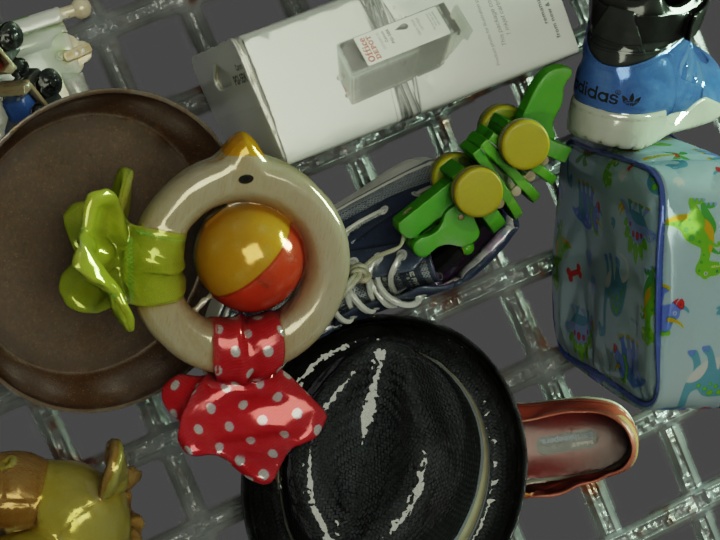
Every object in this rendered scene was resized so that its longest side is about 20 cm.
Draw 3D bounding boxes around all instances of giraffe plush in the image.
[{"bbox_3d":[-0.195,0.173,1.352,0.200,0.172,0.162,40,58,-28],"label":"giraffe plush"}]

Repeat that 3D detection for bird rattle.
[{"bbox_3d":[-0.077,0.015,1.338,0.163,0.113,0.200,-43,101,3],"label":"bird rattle"}]

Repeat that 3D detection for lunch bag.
[{"bbox_3d":[0.181,0.001,1.440,0.082,0.200,0.161,-1,100,-14],"label":"lunch bag"}]

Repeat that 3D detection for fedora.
[{"bbox_3d":[0.010,0.115,1.417,0.200,0.092,0.201,-2,74,6],"label":"fedora"}]

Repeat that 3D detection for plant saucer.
[{"bbox_3d":[-0.161,-0.014,1.407,0.200,0.034,0.201,-9,108,-29],"label":"plant saucer"}]

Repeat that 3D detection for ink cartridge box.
[{"bbox_3d":[0.012,-0.132,1.430,0.200,0.147,0.083,-22,96,-14],"label":"ink cartridge box"}]

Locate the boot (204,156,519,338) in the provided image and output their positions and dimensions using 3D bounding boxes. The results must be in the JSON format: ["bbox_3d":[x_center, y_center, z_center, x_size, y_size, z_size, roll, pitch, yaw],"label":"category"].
[{"bbox_3d":[0.000,0.000,1.438,0.200,0.090,0.073,-38,122,-16],"label":"boot"}]

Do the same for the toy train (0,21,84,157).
[{"bbox_3d":[-0.227,-0.134,1.371,0.200,0.034,0.046,51,57,-32],"label":"toy train"}]

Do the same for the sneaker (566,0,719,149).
[{"bbox_3d":[0.189,-0.149,1.453,0.077,0.200,0.112,18,111,23],"label":"sneaker"}]

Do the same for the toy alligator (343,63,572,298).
[{"bbox_3d":[0.065,-0.039,1.391,0.200,0.059,0.054,-46,109,0],"label":"toy alligator"}]

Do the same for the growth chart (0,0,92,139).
[{"bbox_3d":[-0.214,-0.058,1.433,0.144,0.018,0.201,-14,92,-14],"label":"growth chart"}]

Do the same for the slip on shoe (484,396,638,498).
[{"bbox_3d":[0.085,0.120,1.483,0.199,0.061,0.074,-8,93,-8],"label":"slip on shoe"}]
